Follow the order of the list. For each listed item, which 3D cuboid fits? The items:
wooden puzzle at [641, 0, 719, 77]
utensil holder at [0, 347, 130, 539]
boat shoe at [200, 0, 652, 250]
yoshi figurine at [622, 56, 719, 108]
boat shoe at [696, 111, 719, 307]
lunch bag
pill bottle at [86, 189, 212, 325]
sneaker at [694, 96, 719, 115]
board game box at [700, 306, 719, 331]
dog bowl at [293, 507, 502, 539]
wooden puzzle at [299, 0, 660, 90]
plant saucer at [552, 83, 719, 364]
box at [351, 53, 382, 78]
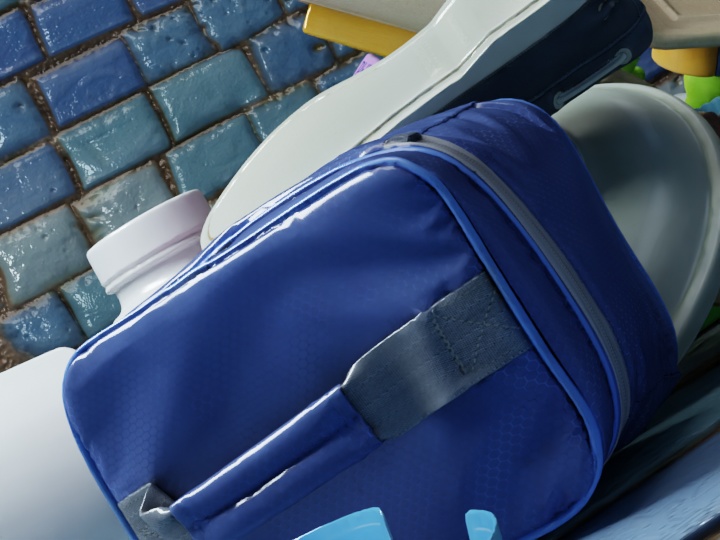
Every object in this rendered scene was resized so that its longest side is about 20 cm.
[{"bbox_3d":[0.213,-0.155,0.920,0.198,0.047,0.186,0,29,-11],"label":"wooden puzzle"},{"bbox_3d":[-0.218,0.157,0.903,0.199,0.171,0.170,-26,-2,-27],"label":"utensil holder"},{"bbox_3d":[0.025,-0.056,0.650,0.200,0.062,0.075,-38,32,9],"label":"boat shoe"},{"bbox_3d":[0.183,-0.104,0.976,0.112,0.198,0.113,-78,9,-51],"label":"yoshi figurine"},{"bbox_3d":[0.148,-0.031,0.685,0.199,0.073,0.072,-4,22,44],"label":"boat shoe"},{"bbox_3d":[-0.005,0.042,0.557,0.199,0.137,0.132,-34,-3,27],"label":"lunch bag"},{"bbox_3d":[-0.086,0.057,1.006,0.110,0.201,0.111,-29,-1,0],"label":"pill bottle"},{"bbox_3d":[0.180,-0.040,0.867,0.077,0.081,0.200,-54,18,-23],"label":"sneaker"},{"bbox_3d":[0.106,0.036,0.834,0.152,0.041,0.200,-30,-1,-24],"label":"board game box"},{"bbox_3d":[-0.021,0.100,0.341,0.111,0.050,0.200,-30,0,-15],"label":"dog bowl"},{"bbox_3d":[0.050,-0.110,0.817,0.200,0.184,0.038,9,-80,-73],"label":"wooden puzzle"},{"bbox_3d":[0.056,-0.006,0.668,0.199,0.050,0.201,-29,39,27],"label":"plant saucer"},{"bbox_3d":[0.000,0.000,0.856,0.201,0.096,0.176,-57,11,6],"label":"box"}]
